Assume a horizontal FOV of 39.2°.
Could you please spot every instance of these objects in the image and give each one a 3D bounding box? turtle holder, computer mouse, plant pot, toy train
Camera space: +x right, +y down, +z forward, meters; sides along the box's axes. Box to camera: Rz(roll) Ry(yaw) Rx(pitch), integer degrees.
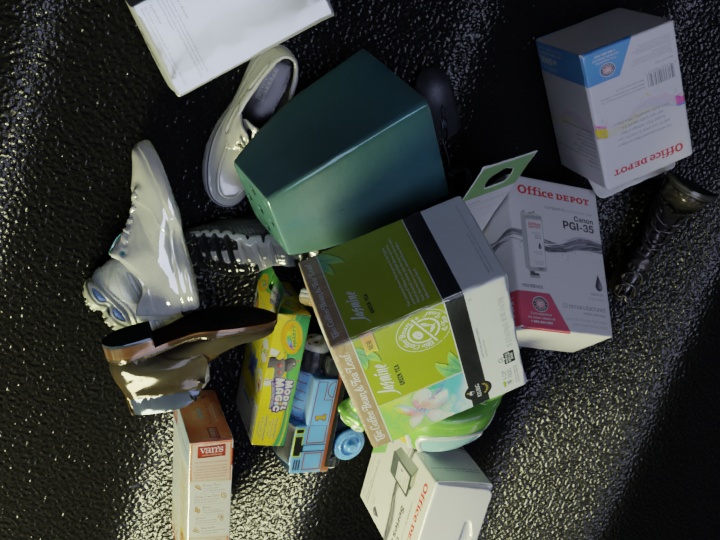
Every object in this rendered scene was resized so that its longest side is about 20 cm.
[{"bbox_3d":[0.082,0.166,1.248,0.185,0.141,0.132,-27,149,-34],"label":"turtle holder"},{"bbox_3d":[0.106,-0.157,1.265,0.058,0.034,0.201,-22,116,-10],"label":"computer mouse"},{"bbox_3d":[-0.030,-0.120,1.141,0.199,0.141,0.142,-31,137,-12],"label":"plant pot"},{"bbox_3d":[-0.046,0.164,1.298,0.114,0.087,0.201,1,110,-31],"label":"toy train"}]

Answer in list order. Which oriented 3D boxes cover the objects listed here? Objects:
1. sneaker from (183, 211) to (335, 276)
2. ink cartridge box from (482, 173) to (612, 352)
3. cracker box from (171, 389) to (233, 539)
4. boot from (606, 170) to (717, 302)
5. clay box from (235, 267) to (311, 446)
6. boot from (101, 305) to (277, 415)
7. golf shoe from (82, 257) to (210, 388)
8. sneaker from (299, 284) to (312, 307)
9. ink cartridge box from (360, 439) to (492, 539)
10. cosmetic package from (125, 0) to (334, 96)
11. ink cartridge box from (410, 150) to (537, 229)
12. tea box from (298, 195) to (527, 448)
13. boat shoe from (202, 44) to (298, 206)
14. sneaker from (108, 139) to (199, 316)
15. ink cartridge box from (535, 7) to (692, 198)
[{"bbox_3d":[-0.119,-0.044,1.217,0.198,0.091,0.067,-2,130,9],"label":"sneaker"},{"bbox_3d":[0.225,-0.008,1.269,0.146,0.083,0.202,7,69,-26],"label":"ink cartridge box"},{"bbox_3d":[-0.200,0.269,1.267,0.057,0.134,0.201,-2,111,-18],"label":"cracker box"},{"bbox_3d":[0.386,-0.035,1.327,0.069,0.200,0.175,29,94,6],"label":"boot"},{"bbox_3d":[-0.107,0.099,1.245,0.047,0.115,0.201,7,108,-20],"label":"clay box"},{"bbox_3d":[-0.189,0.103,1.166,0.198,0.075,0.098,-9,112,-4],"label":"boot"},{"bbox_3d":[-0.235,0.058,1.213,0.097,0.078,0.200,-45,118,-5],"label":"golf shoe"},{"bbox_3d":[0.000,0.000,1.232,0.200,0.071,0.113,11,91,-58],"label":"sneaker"},{"bbox_3d":[0.081,0.291,1.333,0.083,0.200,0.147,9,107,-21],"label":"ink cartridge box"},{"bbox_3d":[-0.143,-0.289,1.107,0.199,0.081,0.113,-28,116,-8],"label":"cosmetic package"},{"bbox_3d":[0.112,-0.065,1.193,0.145,0.048,0.201,-23,147,-53],"label":"ink cartridge box"},{"bbox_3d":[0.061,0.060,1.111,0.196,0.134,0.201,-22,137,-1],"label":"tea box"},{"bbox_3d":[-0.123,-0.162,1.168,0.072,0.066,0.201,24,100,-25],"label":"boat shoe"},{"bbox_3d":[-0.245,-0.045,1.148,0.088,0.075,0.202,-13,93,-7],"label":"sneaker"},{"bbox_3d":[0.318,-0.205,1.266,0.128,0.125,0.201,-21,116,-9],"label":"ink cartridge box"}]
